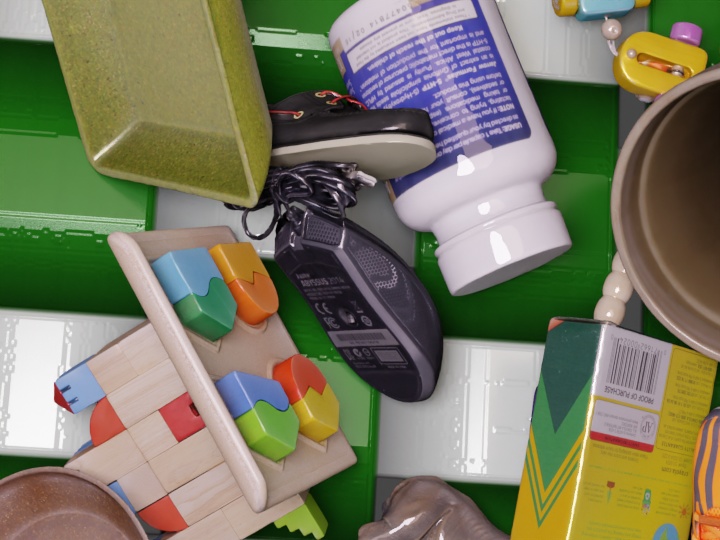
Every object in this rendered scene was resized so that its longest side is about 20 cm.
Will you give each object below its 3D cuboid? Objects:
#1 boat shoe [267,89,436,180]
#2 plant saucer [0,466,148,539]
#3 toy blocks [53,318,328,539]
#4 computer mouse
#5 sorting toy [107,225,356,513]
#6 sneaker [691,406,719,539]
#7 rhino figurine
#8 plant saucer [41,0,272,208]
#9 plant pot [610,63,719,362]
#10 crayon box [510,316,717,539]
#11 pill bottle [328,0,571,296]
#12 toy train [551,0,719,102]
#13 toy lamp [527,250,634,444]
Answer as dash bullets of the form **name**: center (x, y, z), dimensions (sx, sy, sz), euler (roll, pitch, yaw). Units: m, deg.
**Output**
- **boat shoe**: center (-0.027, -0.090, 1.051), dimensions (0.073, 0.200, 0.064), euler (19, 76, -39)
- **plant saucer**: center (-0.197, 0.228, 1.014), dimensions (0.199, 0.037, 0.203), euler (-8, 73, 27)
- **toy blocks**: center (-0.129, 0.115, 1.051), dimensions (0.136, 0.100, 0.201), euler (-30, 97, 10)
- **computer mouse**: center (0.000, 0.000, 1.058), dimensions (0.053, 0.138, 0.201), euler (-48, 119, -30)
- **sorting toy**: center (-0.070, 0.051, 1.011), dimensions (0.036, 0.200, 0.186), euler (-31, 83, 14)
- **sneaker**: center (0.232, 0.195, 1.019), dimensions (0.112, 0.077, 0.202), euler (-29, 114, -43)
- **rhino figurine**: center (0.088, 0.213, 1.064), dimensions (0.199, 0.060, 0.088), euler (35, 68, -1)
- **plant saucer**: center (-0.130, -0.153, 1.027), dimensions (0.048, 0.199, 0.202), euler (-28, 117, -33)
- **plant pot**: center (0.286, -0.058, 1.058), dimensions (0.200, 0.200, 0.173), euler (47, 36, 5)
- **crayon box**: center (0.162, 0.141, 1.039), dimensions (0.126, 0.051, 0.202), euler (17, 82, -41)
- **pill bottle**: center (0.066, -0.092, 1.088), dimensions (0.119, 0.120, 0.202), euler (-20, 81, -8)
- **toy train**: center (0.224, -0.190, 1.155), dimensions (0.200, 0.056, 0.150), euler (43, 78, 1)
- **toy lamp**: center (0.166, 0.041, 1.105), dimensions (0.058, 0.058, 0.202), euler (23, 76, 0)
